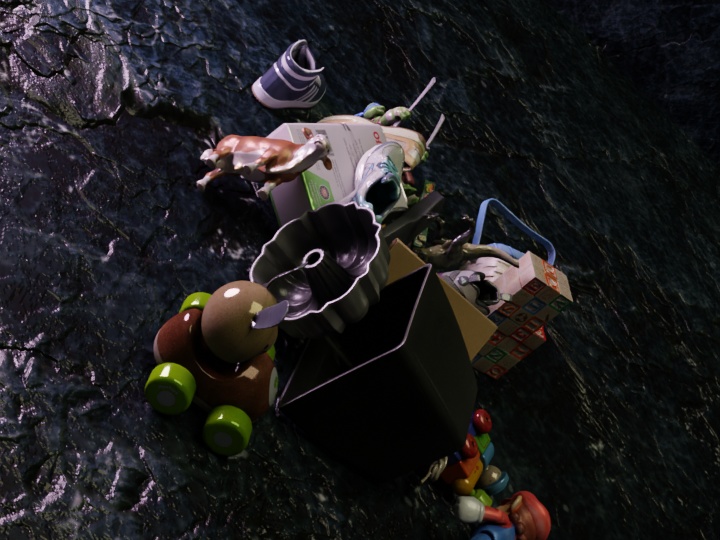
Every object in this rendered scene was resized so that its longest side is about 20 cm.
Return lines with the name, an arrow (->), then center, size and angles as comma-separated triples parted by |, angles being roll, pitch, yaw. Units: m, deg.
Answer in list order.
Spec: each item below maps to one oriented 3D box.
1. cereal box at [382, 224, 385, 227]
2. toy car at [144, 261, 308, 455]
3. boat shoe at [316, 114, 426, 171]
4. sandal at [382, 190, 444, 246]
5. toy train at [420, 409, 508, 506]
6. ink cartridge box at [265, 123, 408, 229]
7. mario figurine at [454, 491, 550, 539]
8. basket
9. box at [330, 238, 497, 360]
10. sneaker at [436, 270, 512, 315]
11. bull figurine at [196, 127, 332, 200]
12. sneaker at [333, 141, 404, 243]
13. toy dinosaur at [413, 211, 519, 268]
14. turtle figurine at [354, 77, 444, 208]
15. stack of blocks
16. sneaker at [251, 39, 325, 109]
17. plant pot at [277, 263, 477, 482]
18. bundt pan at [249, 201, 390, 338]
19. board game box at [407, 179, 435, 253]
cereal box -> -0.045, -0.126, 1.705 | 0.199, 0.039, 0.145 | 31, 37, -27
toy car -> -0.125, 0.074, 1.218 | 0.157, 0.200, 0.165 | 38, 32, -16
boat shoe -> 0.004, -0.201, 1.756 | 0.072, 0.197, 0.077 | 75, 33, -45
sandal -> 0.058, -0.066, 1.603 | 0.043, 0.077, 0.200 | 35, 35, 14
toy train -> 0.136, 0.283, 1.456 | 0.117, 0.084, 0.200 | 60, 30, -8
ink cartridge box -> -0.040, -0.136, 1.605 | 0.198, 0.084, 0.148 | -6, 74, -45
mario figurine -> 0.164, 0.351, 1.403 | 0.106, 0.125, 0.199 | 38, 37, 24
basket -> 0.248, 0.000, 1.829 | 0.175, 0.138, 0.202 | 34, 63, -23
box -> 0.072, 0.081, 1.518 | 0.199, 0.164, 0.021 | 40, 2, -15
sneaker -> 0.159, 0.053, 1.615 | 0.200, 0.138, 0.079 | 59, 23, -69
bull figurine -> -0.134, -0.149, 1.481 | 0.121, 0.198, 0.066 | -39, 123, -45
sneaker -> 0.033, -0.117, 1.539 | 0.078, 0.086, 0.201 | 44, 48, -20
toy dinosaur -> 0.133, -0.040, 1.587 | 0.048, 0.196, 0.089 | -92, 177, -66
turtle figurine -> 0.087, -0.214, 1.853 | 0.197, 0.144, 0.197 | -5, 70, -15
stack of blocks -> 0.238, 0.074, 1.693 | 0.114, 0.200, 0.059 | 29, 35, -27
sneaker -> -0.090, -0.330, 1.808 | 0.070, 0.108, 0.199 | 52, 30, 6
plant pot -> 0.041, 0.147, 1.382 | 0.178, 0.198, 0.200 | 54, 28, -17
bundt pan -> -0.046, 0.008, 1.418 | 0.076, 0.199, 0.204 | 55, 21, -40
board game box -> 0.090, -0.051, 1.739 | 0.023, 0.106, 0.201 | 14, 36, 0
